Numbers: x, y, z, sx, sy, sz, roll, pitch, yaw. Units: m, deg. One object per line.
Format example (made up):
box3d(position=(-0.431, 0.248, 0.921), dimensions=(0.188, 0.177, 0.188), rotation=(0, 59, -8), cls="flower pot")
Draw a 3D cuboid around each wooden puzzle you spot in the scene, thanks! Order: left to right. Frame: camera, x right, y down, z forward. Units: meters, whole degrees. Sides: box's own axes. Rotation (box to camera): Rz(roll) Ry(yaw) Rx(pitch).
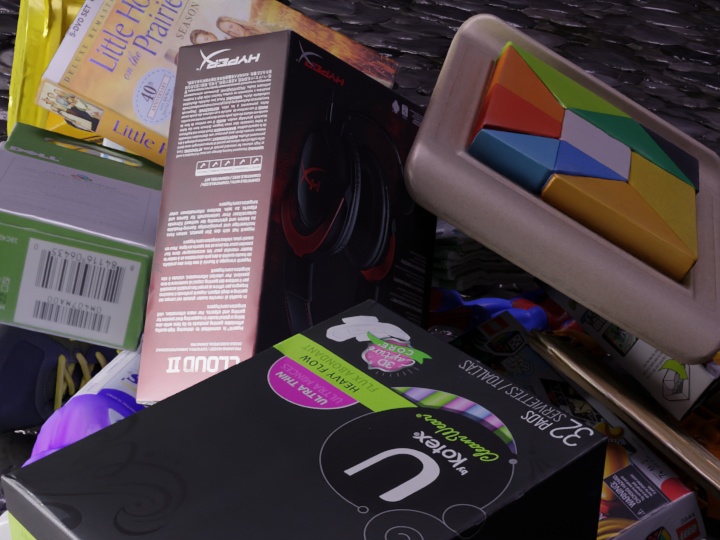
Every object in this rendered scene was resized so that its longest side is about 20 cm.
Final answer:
box3d(position=(0.122, -0.056, 0.840), dimensions=(0.184, 0.037, 0.201), rotation=(31, 34, -5), cls="wooden puzzle")

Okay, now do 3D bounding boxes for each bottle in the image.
box3d(position=(-0.117, 0.095, 0.763), dimensions=(0.084, 0.065, 0.200), rotation=(46, 25, -2), cls="bottle")

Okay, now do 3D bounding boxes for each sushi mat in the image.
box3d(position=(0.168, 0.095, 0.772), dimensions=(0.200, 0.012, 0.095), rotation=(41, 11, 37), cls="sushi mat")

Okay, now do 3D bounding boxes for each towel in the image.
box3d(position=(0.000, 0.000, 0.948), dimensions=(0.198, 0.031, 0.149), rotation=(-3, -2, 28), cls="towel")

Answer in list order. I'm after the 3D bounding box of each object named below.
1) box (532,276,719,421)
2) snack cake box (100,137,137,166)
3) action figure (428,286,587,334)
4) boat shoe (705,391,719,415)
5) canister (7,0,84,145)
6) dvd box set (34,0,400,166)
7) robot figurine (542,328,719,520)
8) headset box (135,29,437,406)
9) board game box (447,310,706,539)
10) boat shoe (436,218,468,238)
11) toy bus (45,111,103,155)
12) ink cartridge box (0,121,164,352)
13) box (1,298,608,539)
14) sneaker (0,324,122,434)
box3d(position=(0.190, 0.006, 0.886), dimensions=(0.110, 0.035, 0.199), rotation=(45, 35, 16), cls="box")
box3d(position=(-0.076, -0.046, 1.058), dimensions=(0.198, 0.115, 0.068), rotation=(7, 61, -5), cls="snack cake box")
box3d(position=(0.101, 0.034, 1.024), dimensions=(0.198, 0.052, 0.065), rotation=(-4, 17, -34), cls="action figure")
box3d(position=(0.263, 0.045, 1.050), dimensions=(0.069, 0.074, 0.201), rotation=(31, 26, -13), cls="boat shoe")
box3d(position=(-0.175, -0.153, 1.249), dimensions=(0.198, 0.149, 0.087), rotation=(5, 40, -17), cls="canister")
box3d(position=(-0.084, -0.118, 0.975), dimensions=(0.199, 0.029, 0.147), rotation=(26, 52, -7), cls="dvd box set")
box3d(position=(0.143, 0.090, 0.907), dimensions=(0.144, 0.059, 0.200), rotation=(-5, 26, -37), cls="robot figurine")
box3d(position=(-0.031, 0.001, 0.790), dimensions=(0.074, 0.202, 0.148), rotation=(-3, -15, 35), cls="headset box")
box3d(position=(0.071, 0.104, 0.808), dimensions=(0.125, 0.035, 0.200), rotation=(-28, 32, -9), cls="board game box")
box3d(position=(0.098, -0.021, 1.093), dimensions=(0.074, 0.065, 0.202), rotation=(18, 2, -29), cls="boat shoe")
box3d(position=(-0.147, -0.126, 1.102), dimensions=(0.078, 0.066, 0.199), rotation=(27, -21, -39), cls="toy bus")
box3d(position=(-0.162, -0.023, 0.870), dimensions=(0.103, 0.060, 0.200), rotation=(14, 15, -9), cls="ink cartridge box")
box3d(position=(-0.020, 0.123, 0.636), dimensions=(0.199, 0.125, 0.148), rotation=(-25, 38, -36), cls="box")
box3d(position=(-0.147, 0.044, 0.879), dimensions=(0.084, 0.075, 0.200), rotation=(19, 24, 21), cls="sneaker")
